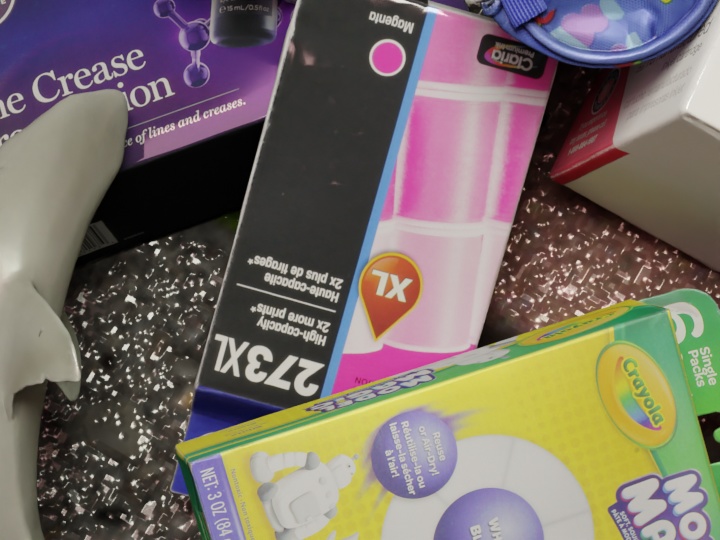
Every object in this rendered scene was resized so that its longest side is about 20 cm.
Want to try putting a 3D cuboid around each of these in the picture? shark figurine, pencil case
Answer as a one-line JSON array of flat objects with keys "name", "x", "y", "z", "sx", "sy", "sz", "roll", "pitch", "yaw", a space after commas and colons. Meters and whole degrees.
[{"name": "shark figurine", "x": -0.107, "y": 0.050, "z": 0.760, "sx": 0.089, "sy": 0.128, "sz": 0.215, "roll": -1, "pitch": 99, "yaw": 51}, {"name": "pencil case", "x": 0.073, "y": -0.125, "z": 0.788, "sx": 0.087, "sy": 0.200, "sz": 0.078, "roll": -19, "pitch": 106, "yaw": 5}]

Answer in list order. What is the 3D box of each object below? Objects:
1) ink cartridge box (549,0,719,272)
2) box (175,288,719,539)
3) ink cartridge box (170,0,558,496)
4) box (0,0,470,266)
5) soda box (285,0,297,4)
[{"name": "ink cartridge box", "x": 0.161, "y": -0.111, "z": 0.788, "sx": 0.084, "sy": 0.145, "sz": 0.200, "roll": 28, "pitch": 78, "yaw": -8}, {"name": "box", "x": 0.049, "y": 0.087, "z": 0.771, "sx": 0.200, "sy": 0.048, "sz": 0.118, "roll": -18, "pitch": 97, "yaw": -11}, {"name": "ink cartridge box", "x": 0.000, "y": 0.000, "z": 0.801, "sx": 0.094, "sy": 0.037, "sz": 0.200, "roll": 15, "pitch": 100, "yaw": -2}, {"name": "box", "x": -0.065, "y": -0.100, "z": 0.866, "sx": 0.200, "sy": 0.079, "sz": 0.141, "roll": -20, "pitch": 69, "yaw": 2}, {"name": "soda box", "x": -0.013, "y": -0.202, "z": 0.796, "sx": 0.064, "sy": 0.068, "sz": 0.200, "roll": 24, "pitch": 87, "yaw": 10}]
